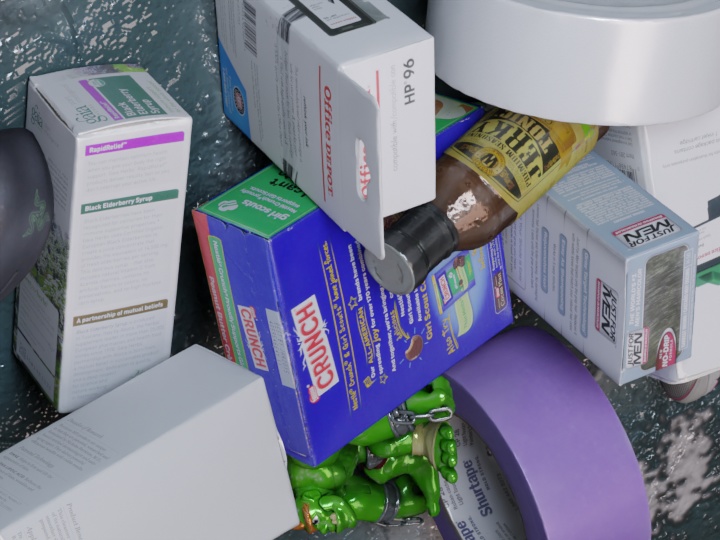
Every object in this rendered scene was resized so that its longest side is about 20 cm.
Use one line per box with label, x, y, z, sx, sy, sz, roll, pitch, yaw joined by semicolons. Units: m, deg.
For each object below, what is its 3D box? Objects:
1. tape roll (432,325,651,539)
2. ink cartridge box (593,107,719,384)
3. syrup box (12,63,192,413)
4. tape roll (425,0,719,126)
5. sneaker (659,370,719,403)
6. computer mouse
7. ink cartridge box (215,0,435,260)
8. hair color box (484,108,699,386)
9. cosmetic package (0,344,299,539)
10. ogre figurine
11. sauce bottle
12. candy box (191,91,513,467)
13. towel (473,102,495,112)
tape roll;0.117;0.147;1.659;0.085;0.200;0.201;-23;130;-20
ink cartridge box;0.198;-0.039;1.576;0.084;0.146;0.201;-16;106;-20
syrup box;-0.161;-0.020;1.434;0.081;0.079;0.201;-10;124;-29
tape roll;0.142;-0.160;1.462;0.202;0.202;0.071;-10;119;-29
sneaker;0.204;0.029;1.731;0.088;0.081;0.200;-34;125;-9
computer mouse;-0.233;0.009;1.374;0.200;0.053;0.138;-59;162;20
ink cartridge box;-0.012;-0.106;1.394;0.068;0.200;0.116;-20;129;-23
hair color box;0.139;-0.022;1.529;0.060;0.200;0.099;-19;128;-23
cosmetic package;-0.143;0.142;1.396;0.200;0.081;0.113;-29;121;-32
ogre figurine;0.000;0.133;1.630;0.119;0.200;0.099;-6;83;-7
sauce bottle;0.079;-0.055;1.450;0.200;0.065;0.065;-44;139;-34
candy box;0.000;0.000;1.491;0.200;0.077;0.170;-34;127;-36
towel;0.042;-0.047;1.597;0.199;0.023;0.153;4;116;-36
